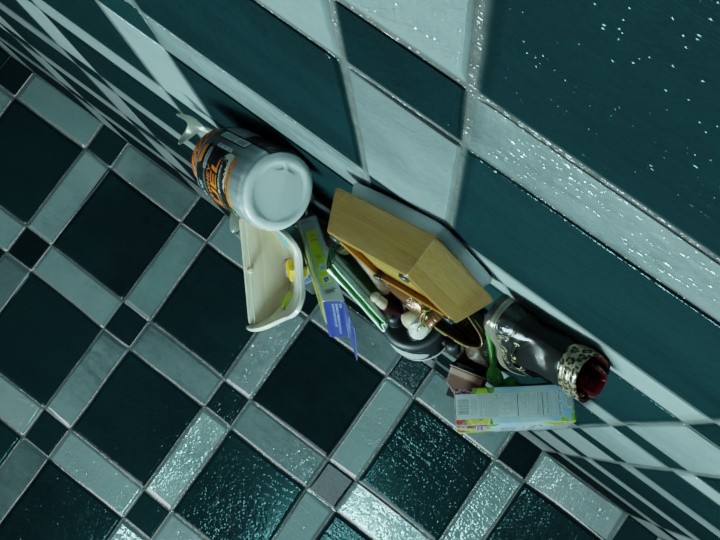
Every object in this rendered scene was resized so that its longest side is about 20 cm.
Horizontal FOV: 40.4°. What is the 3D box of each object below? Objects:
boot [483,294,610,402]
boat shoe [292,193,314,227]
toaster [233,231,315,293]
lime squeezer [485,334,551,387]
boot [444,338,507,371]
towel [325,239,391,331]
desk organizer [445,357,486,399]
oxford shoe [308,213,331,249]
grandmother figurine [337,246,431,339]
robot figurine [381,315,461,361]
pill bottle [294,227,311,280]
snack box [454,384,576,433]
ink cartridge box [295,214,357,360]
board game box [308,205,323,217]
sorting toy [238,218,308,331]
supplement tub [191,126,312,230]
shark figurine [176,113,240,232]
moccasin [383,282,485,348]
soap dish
[{"bbox_3d":[0.251,0.117,1.277,0.150,0.073,0.200,33,168,36],"label":"boot"},{"bbox_3d":[-0.131,-0.107,1.718,0.072,0.063,0.200,39,166,-4],"label":"boat shoe"},{"bbox_3d":[-0.152,-0.060,2.086,0.180,0.119,0.200,33,173,28],"label":"toaster"},{"bbox_3d":[0.259,0.179,1.713,0.200,0.071,0.037,40,156,-32],"label":"lime squeezer"},{"bbox_3d":[0.191,0.134,1.812,0.184,0.065,0.200,24,178,0],"label":"boot"},{"bbox_3d":[0.000,0.000,1.593,0.153,0.023,0.201,47,-162,-19],"label":"towel"},{"bbox_3d":[0.203,0.220,1.880,0.071,0.078,0.200,21,-177,11],"label":"desk organizer"},{"bbox_3d":[-0.032,-0.029,1.767,0.199,0.085,0.073,37,178,16],"label":"oxford shoe"},{"bbox_3d":[0.050,0.023,1.550,0.060,0.121,0.201,-19,111,51],"label":"grandmother figurine"},{"bbox_3d":[0.098,0.093,1.723,0.200,0.123,0.152,56,-165,-73],"label":"robot figurine"},{"bbox_3d":[-0.133,-0.027,1.832,0.112,0.113,0.200,36,-177,4],"label":"pill bottle"},{"bbox_3d":[0.260,0.238,1.671,0.197,0.069,0.169,-5,166,6],"label":"snack box"},{"bbox_3d":[-0.054,0.037,1.637,0.198,0.046,0.202,86,168,-69],"label":"ink cartridge box"},{"bbox_3d":[-0.080,-0.084,1.890,0.199,0.028,0.135,40,174,-19],"label":"board game box"},{"bbox_3d":[-0.128,0.001,1.593,0.105,0.203,0.180,-7,-174,-18],"label":"sorting toy"},{"bbox_3d":[-0.168,-0.143,1.461,0.122,0.123,0.199,41,173,-39],"label":"supplement tub"},{"bbox_3d":[-0.216,-0.191,1.666,0.216,0.127,0.089,60,166,1],"label":"shark figurine"},{"bbox_3d":[0.115,0.058,1.502,0.201,0.073,0.078,41,-155,-29],"label":"moccasin"},{"bbox_3d":[0.059,-0.021,1.255,0.199,0.082,0.157,30,171,45],"label":"soap dish"}]
